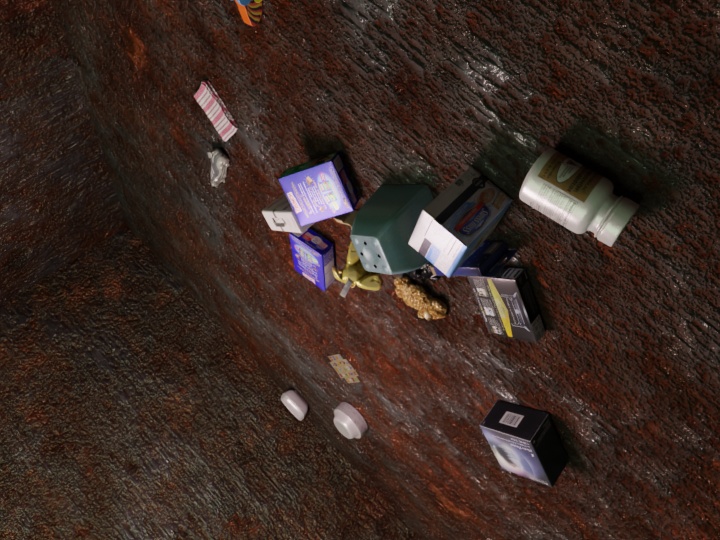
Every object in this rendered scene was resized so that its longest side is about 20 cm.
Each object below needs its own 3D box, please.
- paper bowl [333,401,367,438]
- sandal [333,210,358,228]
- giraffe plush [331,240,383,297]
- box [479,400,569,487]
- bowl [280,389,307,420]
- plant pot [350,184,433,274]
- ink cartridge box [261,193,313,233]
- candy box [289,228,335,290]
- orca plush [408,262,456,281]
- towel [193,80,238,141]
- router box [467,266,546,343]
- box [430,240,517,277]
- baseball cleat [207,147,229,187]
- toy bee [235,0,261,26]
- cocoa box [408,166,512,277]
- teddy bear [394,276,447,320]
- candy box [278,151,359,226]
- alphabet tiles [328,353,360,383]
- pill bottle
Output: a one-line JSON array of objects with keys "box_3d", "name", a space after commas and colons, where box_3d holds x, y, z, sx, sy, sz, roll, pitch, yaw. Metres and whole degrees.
[{"box_3d": [-0.063, 0.804, 2.775, 0.199, 0.104, 0.203, 34, 146, 27], "name": "paper bowl"}, {"box_3d": [-0.002, -0.144, 1.657, 0.210, 0.078, 0.070, 28, 165, 45], "name": "sandal"}, {"box_3d": [0.000, 0.000, 1.737, 0.173, 0.200, 0.162, 46, 180, 0], "name": "giraffe plush"}, {"box_3d": [0.513, 0.541, 1.648, 0.198, 0.123, 0.200, 0, 125, 55], "name": "box"}, {"box_3d": [-0.410, 0.846, 3.338, 0.200, 0.074, 0.200, 46, 151, 9], "name": "bowl"}, {"box_3d": [0.088, -0.097, 1.432, 0.194, 0.199, 0.198, 9, 131, 49], "name": "plant pot"}, {"box_3d": [-0.222, -0.205, 1.797, 0.198, 0.146, 0.084, 10, 134, 50], "name": "ink cartridge box"}, {"box_3d": [-0.177, -0.048, 1.970, 0.168, 0.077, 0.202, 34, 146, 25], "name": "candy box"}, {"box_3d": [0.196, 0.007, 1.530, 0.198, 0.071, 0.107, 12, 133, 48], "name": "orca plush"}, {"box_3d": [-0.532, -0.579, 1.923, 0.202, 0.030, 0.146, 57, 151, -12], "name": "towel"}, {"box_3d": [0.382, 0.085, 1.378, 0.156, 0.052, 0.203, 8, 130, 52], "name": "router box"}, {"box_3d": [0.283, -0.030, 1.316, 0.198, 0.121, 0.033, 3, 127, 52], "name": "box"}, {"box_3d": [-0.588, -0.430, 2.149, 0.107, 0.069, 0.200, 55, 142, 5], "name": "baseball cleat"}, {"box_3d": [-0.298, -0.742, 1.358, 0.130, 0.109, 0.200, 37, 174, 5], "name": "toy bee"}, {"box_3d": [0.230, -0.112, 1.214, 0.131, 0.200, 0.134, 40, 149, 14], "name": "cocoa box"}, {"box_3d": [0.179, 0.096, 1.661, 0.200, 0.067, 0.146, 42, 152, 16], "name": "teddy bear"}, {"box_3d": [-0.127, -0.247, 1.610, 0.196, 0.077, 0.171, -12, 117, 26], "name": "candy box"}, {"box_3d": [-0.080, 0.471, 2.515, 0.168, 0.006, 0.199, 53, 151, -6], "name": "alphabet tiles"}, {"box_3d": [0.418, -0.138, 1.010, 0.199, 0.114, 0.115, 37, 149, 22], "name": "pill bottle"}]
